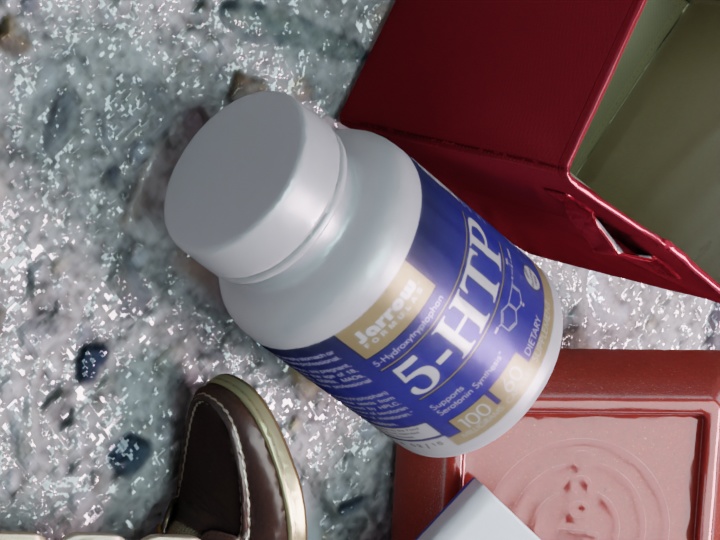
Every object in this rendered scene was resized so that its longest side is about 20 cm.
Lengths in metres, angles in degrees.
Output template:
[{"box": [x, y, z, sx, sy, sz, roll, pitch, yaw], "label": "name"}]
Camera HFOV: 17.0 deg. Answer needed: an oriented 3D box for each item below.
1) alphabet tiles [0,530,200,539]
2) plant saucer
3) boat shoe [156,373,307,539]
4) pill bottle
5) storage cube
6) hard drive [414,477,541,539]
[{"box": [-0.143, 0.223, 1.192, 0.200, 0.015, 0.196, 4, 100, -20], "label": "alphabet tiles"}, {"box": [0.118, 0.145, 1.354, 0.200, 0.037, 0.200, 1, 99, -13], "label": "plant saucer"}, {"box": [-0.076, 0.154, 1.237, 0.072, 0.072, 0.200, -16, 117, -37], "label": "boat shoe"}, {"box": [0.000, 0.000, 1.217, 0.200, 0.120, 0.120, 37, 77, -39], "label": "pill bottle"}, {"box": [0.132, -0.105, 1.271, 0.171, 0.180, 0.200, 32, 79, -40], "label": "storage cube"}, {"box": [0.041, 0.230, 1.319, 0.132, 0.025, 0.200, 44, 88, -15], "label": "hard drive"}]
